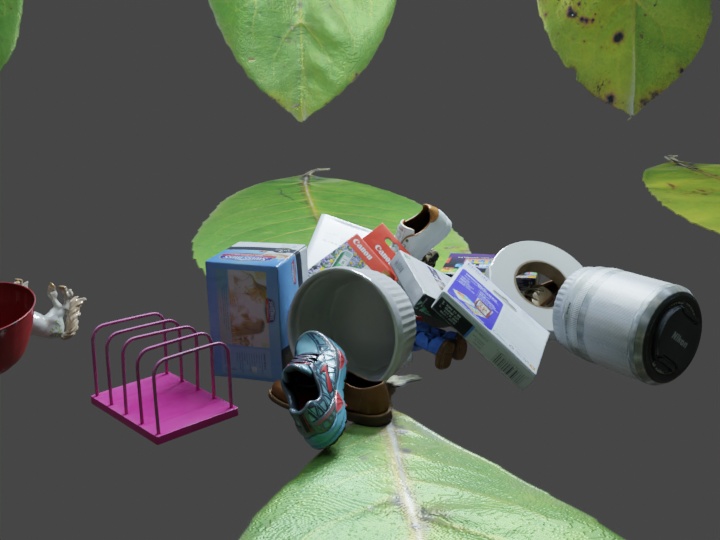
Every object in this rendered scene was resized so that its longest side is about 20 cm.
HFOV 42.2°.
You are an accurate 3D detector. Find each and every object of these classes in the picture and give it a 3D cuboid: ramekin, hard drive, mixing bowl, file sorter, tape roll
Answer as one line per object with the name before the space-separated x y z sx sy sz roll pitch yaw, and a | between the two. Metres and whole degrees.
ramekin | -0.006 0.091 1.467 0.199 0.202 0.105 8 9 29
hard drive | -0.040 -0.006 1.709 0.131 0.025 0.201 19 52 1
mixing bowl | -0.635 0.111 1.557 0.199 0.109 0.200 -2 27 1
file sorter | -0.298 0.150 1.392 0.138 0.126 0.199 -15 21 -40
tape roll | 0.325 0.035 1.699 0.201 0.037 0.204 6 54 -9

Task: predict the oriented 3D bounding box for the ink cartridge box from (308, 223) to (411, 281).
ink cartridge box | 0.000 0.000 1.642 0.200 0.109 0.050 -37 -13 -18

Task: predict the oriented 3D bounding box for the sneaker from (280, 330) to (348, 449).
sneaker | -0.068 0.147 1.309 0.079 0.096 0.201 -29 39 14

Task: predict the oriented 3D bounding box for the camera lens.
camera lens | 0.431 0.085 1.502 0.159 0.161 0.200 -12 19 -33

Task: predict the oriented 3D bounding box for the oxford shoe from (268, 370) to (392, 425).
oxford shoe | -0.047 0.176 1.388 0.199 0.072 0.071 4 18 22

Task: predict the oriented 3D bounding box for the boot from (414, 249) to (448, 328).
boot | 0.113 0.026 1.761 0.199 0.073 0.151 4 59 38

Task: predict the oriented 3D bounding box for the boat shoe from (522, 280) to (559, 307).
boat shoe | 0.325 0.061 1.753 0.075 0.072 0.199 12 21 39

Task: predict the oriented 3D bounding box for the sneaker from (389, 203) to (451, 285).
sneaker | 0.074 -0.044 1.730 0.085 0.200 0.073 40 3 -41

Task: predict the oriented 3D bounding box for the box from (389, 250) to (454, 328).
box | 0.152 0.052 1.611 0.199 0.036 0.145 26 21 -28

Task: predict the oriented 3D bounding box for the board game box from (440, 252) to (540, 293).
board game box | 0.273 0.012 1.956 0.199 0.057 0.165 3 18 13

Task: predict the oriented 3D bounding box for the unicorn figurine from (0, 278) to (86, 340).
unicorn figurine | -0.603 0.086 1.675 0.199 0.138 0.074 10 3 -14

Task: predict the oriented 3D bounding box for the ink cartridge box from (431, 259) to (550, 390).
ink cartridge box | 0.218 0.084 1.536 0.198 0.043 0.200 42 24 3

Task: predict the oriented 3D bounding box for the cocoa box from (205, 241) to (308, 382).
cocoa box | -0.165 0.066 1.537 0.132 0.201 0.131 4 17 18

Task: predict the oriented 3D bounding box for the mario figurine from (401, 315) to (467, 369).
mario figurine | 0.082 0.120 1.609 0.199 0.106 0.123 23 -9 33
